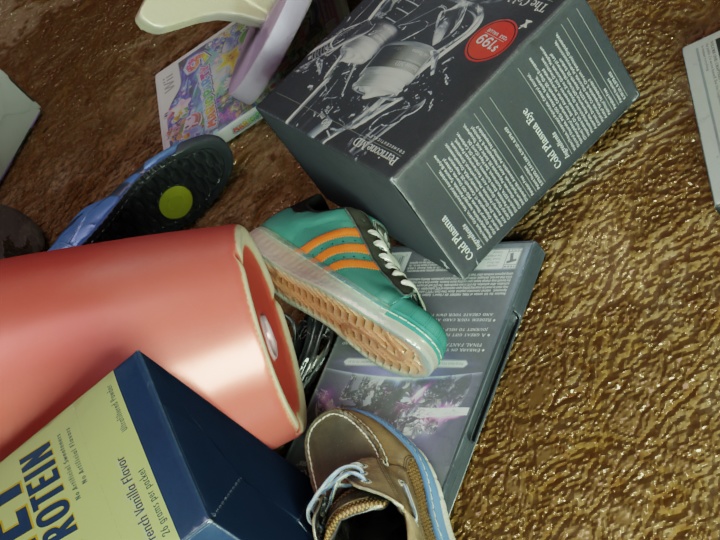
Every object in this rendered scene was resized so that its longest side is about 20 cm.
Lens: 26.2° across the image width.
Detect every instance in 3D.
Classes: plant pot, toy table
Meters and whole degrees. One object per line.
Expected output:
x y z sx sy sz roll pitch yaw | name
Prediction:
-0.138 0.064 0.999 0.176 0.201 0.201 -17 42 4 | plant pot
-0.100 -0.254 1.290 0.184 0.117 0.201 -38 28 56 | toy table

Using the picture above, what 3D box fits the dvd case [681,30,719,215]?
0.304 -0.125 0.958 0.199 0.025 0.151 -24 43 24 | dvd case

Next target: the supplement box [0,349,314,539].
-0.128 0.193 0.898 0.199 0.200 0.135 -39 46 7 | supplement box

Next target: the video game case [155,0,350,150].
-0.095 -0.182 1.368 0.199 0.018 0.144 -32 40 15 | video game case

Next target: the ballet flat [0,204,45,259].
-0.304 0.008 1.354 0.047 0.067 0.200 -62 34 27 | ballet flat

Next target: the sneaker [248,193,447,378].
0.000 0.000 1.046 0.080 0.072 0.200 -42 45 -15 | sneaker

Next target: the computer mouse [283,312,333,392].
-0.113 0.079 1.125 0.199 0.053 0.139 16 68 36 | computer mouse

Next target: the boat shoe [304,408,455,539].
0.010 0.146 0.908 0.072 0.072 0.200 -47 44 11 | boat shoe

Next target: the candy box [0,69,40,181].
-0.443 -0.112 1.567 0.199 0.072 0.169 -2 54 40 | candy box

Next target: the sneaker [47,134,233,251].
-0.195 -0.050 1.299 0.200 0.066 0.078 -43 34 2 | sneaker

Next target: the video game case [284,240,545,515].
0.032 0.068 1.027 0.142 0.019 0.201 -2 55 41 | video game case

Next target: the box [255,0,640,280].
0.057 -0.119 1.091 0.182 0.104 0.200 -47 36 -9 | box
